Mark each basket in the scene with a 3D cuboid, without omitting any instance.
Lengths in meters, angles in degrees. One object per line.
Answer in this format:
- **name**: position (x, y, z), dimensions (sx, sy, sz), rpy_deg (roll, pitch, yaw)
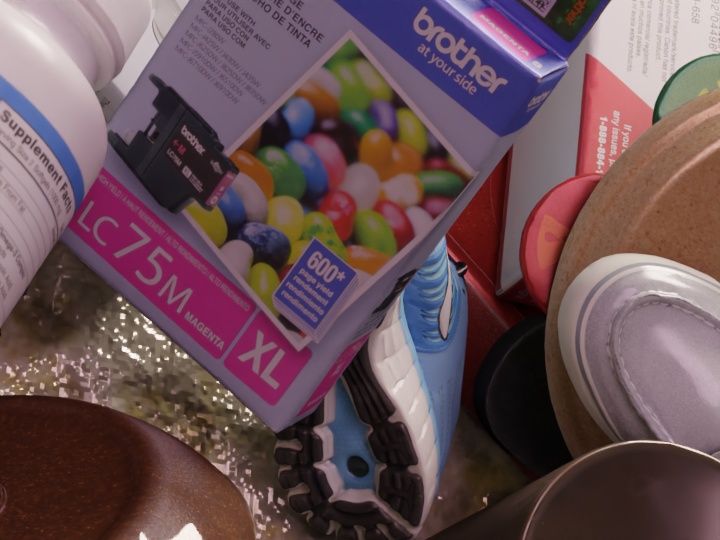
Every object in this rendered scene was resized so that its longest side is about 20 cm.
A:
- **basket**: position (0.064, 0.145, 0.909), dimensions (0.136, 0.200, 0.180), rpy_deg (45, 60, 1)

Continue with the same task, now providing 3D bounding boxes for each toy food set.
- **toy food set**: position (0.157, 0.016, 0.968), dimensions (0.197, 0.049, 0.201), rpy_deg (-6, 104, -12)

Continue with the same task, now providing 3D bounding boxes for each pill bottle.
- **pill bottle**: position (-0.155, -0.032, 0.869), dimensions (0.112, 0.112, 0.200), rpy_deg (33, 66, -7)

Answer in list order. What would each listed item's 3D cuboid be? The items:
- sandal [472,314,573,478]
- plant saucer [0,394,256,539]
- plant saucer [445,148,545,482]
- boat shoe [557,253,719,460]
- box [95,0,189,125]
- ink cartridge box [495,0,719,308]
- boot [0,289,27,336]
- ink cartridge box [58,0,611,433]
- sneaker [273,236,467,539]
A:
- **sandal**: position (0.128, 0.093, 1.020), dimensions (0.200, 0.048, 0.075), rpy_deg (34, 88, -23)
- **plant saucer**: position (-0.135, 0.093, 0.862), dimensions (0.200, 0.200, 0.037), rpy_deg (-26, 122, -29)
- **plant saucer**: position (0.099, -0.021, 1.090), dimensions (0.200, 0.037, 0.200), rpy_deg (49, 59, 1)
- **boat shoe**: position (0.154, 0.070, 0.913), dimensions (0.201, 0.071, 0.070), rpy_deg (45, 83, -16)
- **box**: position (-0.065, -0.133, 1.033), dimensions (0.177, 0.097, 0.200), rpy_deg (47, 59, 1)
- **ink cartridge box**: position (0.167, -0.042, 1.057), dimensions (0.199, 0.084, 0.145), rpy_deg (15, 64, -16)
- **boot**: position (-0.230, -0.029, 0.938), dimensions (0.197, 0.073, 0.163), rpy_deg (-11, 79, -25)
- **ink cartridge box**: position (-0.014, -0.055, 0.898), dimensions (0.119, 0.200, 0.042), rpy_deg (41, 22, 9)
- **sneaker**: position (0.000, 0.000, 0.981), dimensions (0.078, 0.201, 0.090), rpy_deg (6, 25, 21)
